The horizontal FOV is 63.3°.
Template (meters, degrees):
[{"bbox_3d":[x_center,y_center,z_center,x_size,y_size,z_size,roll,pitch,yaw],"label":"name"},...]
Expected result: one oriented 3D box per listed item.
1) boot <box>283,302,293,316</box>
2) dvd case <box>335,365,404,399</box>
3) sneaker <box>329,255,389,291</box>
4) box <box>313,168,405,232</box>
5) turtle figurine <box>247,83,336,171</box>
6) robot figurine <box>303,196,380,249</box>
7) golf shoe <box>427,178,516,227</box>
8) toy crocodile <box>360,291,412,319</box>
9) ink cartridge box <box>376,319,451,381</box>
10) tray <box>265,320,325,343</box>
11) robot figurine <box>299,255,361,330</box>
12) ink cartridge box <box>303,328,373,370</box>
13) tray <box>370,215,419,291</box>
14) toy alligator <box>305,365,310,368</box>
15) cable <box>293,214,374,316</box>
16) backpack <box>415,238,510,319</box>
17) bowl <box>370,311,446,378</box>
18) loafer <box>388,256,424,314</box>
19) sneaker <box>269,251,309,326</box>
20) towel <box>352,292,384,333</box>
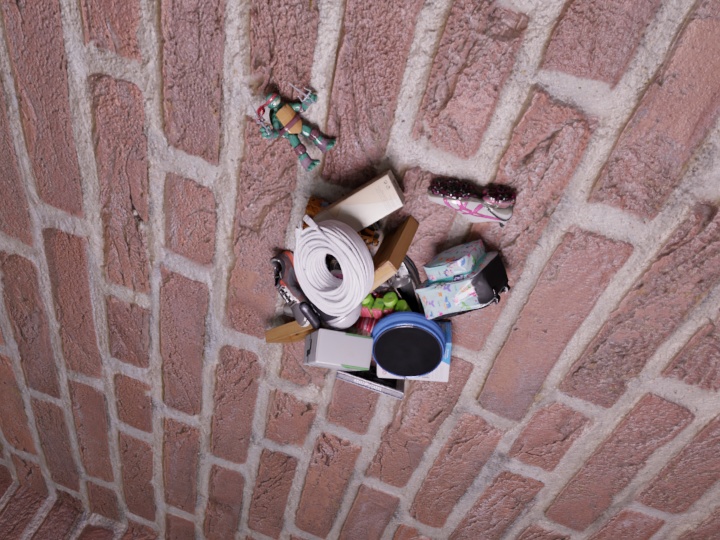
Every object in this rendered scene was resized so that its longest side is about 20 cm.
[{"bbox_3d":[-0.136,0.043,1.572,0.194,0.068,0.134,-12,116,19],"label":"boot"},{"bbox_3d":[0.031,0.303,1.661,0.194,0.150,0.026,19,99,3],"label":"dvd case"},{"bbox_3d":[0.000,0.000,1.411,0.078,0.090,0.197,-15,161,34],"label":"sneaker"},{"bbox_3d":[-0.001,-0.140,1.316,0.196,0.095,0.079,-29,102,13],"label":"box"},{"bbox_3d":[-0.148,-0.322,1.264,0.150,0.100,0.201,-45,112,-5],"label":"turtle figurine"},{"bbox_3d":[-0.047,-0.096,1.427,0.194,0.059,0.147,22,133,0],"label":"robot figurine"},{"bbox_3d":[0.240,-0.143,1.291,0.193,0.074,0.094,12,131,8],"label":"golf shoe"},{"bbox_3d":[0.047,0.098,1.509,0.194,0.063,0.069,3,135,33],"label":"toy crocodile"},{"bbox_3d":[0.142,0.213,1.563,0.192,0.085,0.149,3,130,5],"label":"ink cartridge box"},{"bbox_3d":[-0.167,0.165,1.626,0.196,0.038,0.097,-20,162,39],"label":"tray"},{"bbox_3d":[-0.077,0.053,1.461,0.147,0.126,0.203,-27,114,10],"label":"robot figurine"},{"bbox_3d":[-0.063,0.209,1.512,0.142,0.086,0.200,10,168,-13],"label":"ink cartridge box"},{"bbox_3d":[0.068,-0.041,1.339,0.037,0.201,0.098,44,127,-11],"label":"tray"},{"bbox_3d":[-0.086,0.232,1.702,0.053,0.061,0.199,5,145,-43],"label":"toy alligator"},{"bbox_3d":[-0.061,-0.007,1.270,0.197,0.069,0.204,32,128,19],"label":"cable"},{"bbox_3d":[0.224,0.028,1.364,0.197,0.177,0.154,-27,94,37],"label":"backpack"},{"bbox_3d":[0.119,0.193,1.471,0.193,0.040,0.206,4,127,5],"label":"bowl"},{"bbox_3d":[0.115,0.035,1.475,0.070,0.064,0.202,-19,119,29],"label":"loafer"},{"bbox_3d":[-0.189,0.053,1.515,0.076,0.081,0.206,-30,77,39],"label":"sneaker"},{"bbox_3d":[0.054,0.128,1.593,0.194,0.023,0.147,21,129,1],"label":"towel"}]
